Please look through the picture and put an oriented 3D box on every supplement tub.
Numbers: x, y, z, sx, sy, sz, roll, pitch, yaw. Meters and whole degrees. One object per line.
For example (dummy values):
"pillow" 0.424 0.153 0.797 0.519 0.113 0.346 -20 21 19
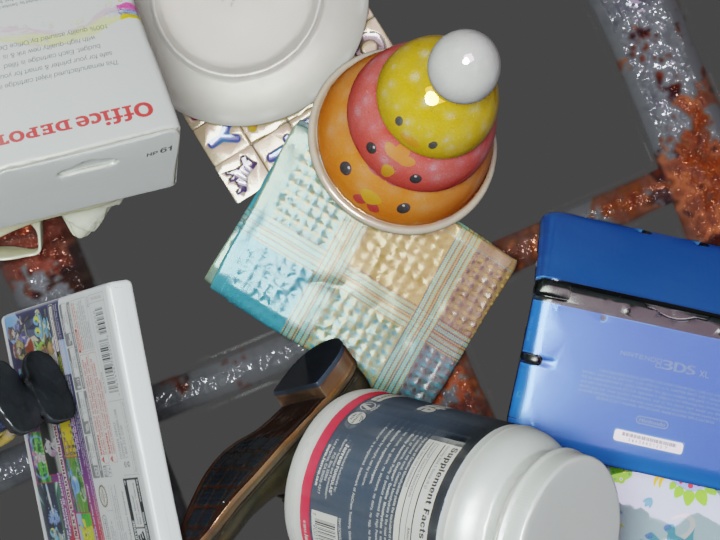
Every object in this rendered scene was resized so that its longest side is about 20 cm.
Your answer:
"supplement tub" 0.060 0.165 1.113 0.199 0.140 0.141 11 88 39

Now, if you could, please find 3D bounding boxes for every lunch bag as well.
"lunch bag" 0.193 0.214 1.204 0.199 0.082 0.161 -24 86 0

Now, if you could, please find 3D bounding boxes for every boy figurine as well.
"boy figurine" -0.300 0.129 1.191 0.200 0.124 0.065 -36 78 31

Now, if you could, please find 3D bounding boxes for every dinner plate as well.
"dinner plate" -0.093 -0.211 1.249 0.199 0.024 0.201 0 85 4

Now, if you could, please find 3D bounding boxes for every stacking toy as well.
"stacking toy" 0.048 -0.119 1.146 0.145 0.200 0.147 3 74 -11

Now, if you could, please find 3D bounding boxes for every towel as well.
"towel" 0.000 0.000 1.243 0.199 0.022 0.147 32 91 -2

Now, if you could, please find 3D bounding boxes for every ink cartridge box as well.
"ink cartridge box" -0.226 -0.144 1.176 0.144 0.085 0.201 -15 64 -17

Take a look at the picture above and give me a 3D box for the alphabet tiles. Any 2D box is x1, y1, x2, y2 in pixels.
"alphabet tiles" -0.042 -0.123 1.259 0.167 0.008 0.201 -32 87 0

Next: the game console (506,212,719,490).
"game console" 0.215 0.057 1.194 0.199 0.118 0.172 12 91 3

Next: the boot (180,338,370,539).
"boot" -0.044 0.150 1.179 0.097 0.075 0.200 52 57 -20

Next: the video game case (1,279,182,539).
"video game case" -0.196 0.118 1.183 0.023 0.182 0.201 -11 88 -37

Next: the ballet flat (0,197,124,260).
"ballet flat" -0.238 -0.048 1.240 0.199 0.069 0.070 -17 88 3
